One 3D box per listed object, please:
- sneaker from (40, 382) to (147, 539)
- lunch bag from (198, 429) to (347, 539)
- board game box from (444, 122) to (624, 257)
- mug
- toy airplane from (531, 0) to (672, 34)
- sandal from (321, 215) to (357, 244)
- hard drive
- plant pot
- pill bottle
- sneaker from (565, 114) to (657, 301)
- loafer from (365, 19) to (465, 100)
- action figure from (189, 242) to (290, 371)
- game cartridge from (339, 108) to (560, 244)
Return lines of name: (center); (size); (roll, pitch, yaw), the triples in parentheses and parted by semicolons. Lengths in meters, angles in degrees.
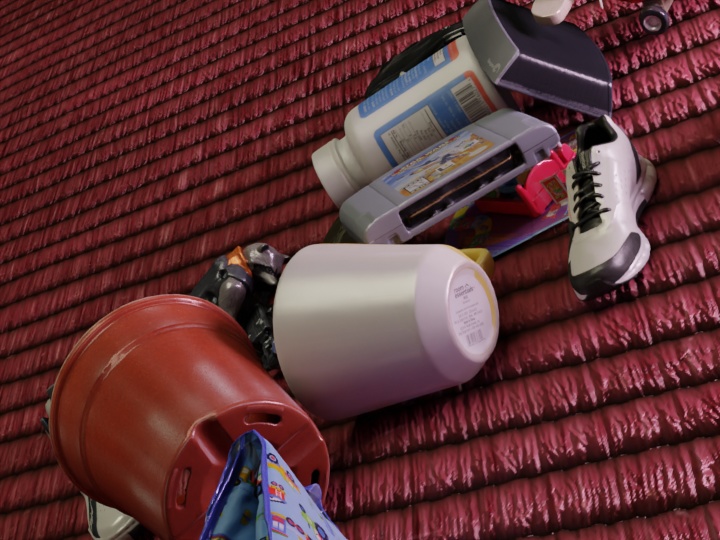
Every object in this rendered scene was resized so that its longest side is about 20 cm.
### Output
sneaker: (-0.249, 0.168, 1.722); (0.079, 0.130, 0.199); (-33, 24, 14)
lunch bag: (-0.045, 0.213, 1.317); (0.094, 0.151, 0.200); (-29, 25, 21)
board game box: (0.152, -0.086, 1.715); (0.199, 0.039, 0.158); (-28, 26, 22)
mug: (0.034, 0.028, 1.555); (0.152, 0.149, 0.188); (-9, 51, 35)
toy airplane: (0.223, -0.322, 1.826); (0.198, 0.142, 0.200); (-18, 46, -15)
sandal: (0.000, 0.000, 1.775); (0.081, 0.054, 0.201); (-24, 41, 42)
hard drive: (0.174, -0.211, 1.800); (0.200, 0.134, 0.043); (-102, 31, -64)
plant pot: (-0.132, 0.145, 1.543); (0.201, 0.201, 0.195); (-43, 32, -10)
pill bottle: (0.054, -0.137, 1.862); (0.199, 0.112, 0.112); (-32, 24, 13)
sneaker: (0.196, -0.052, 1.546); (0.073, 0.080, 0.201); (-24, 29, 26)
loafer: (0.087, -0.236, 2.045); (0.200, 0.068, 0.071); (-30, 34, 28)
action figure: (-0.141, 0.053, 1.817); (0.194, 0.105, 0.200); (-49, 22, 0)
game cartridge: (0.076, -0.085, 1.703); (0.199, 0.042, 0.133); (-31, 20, -5)
